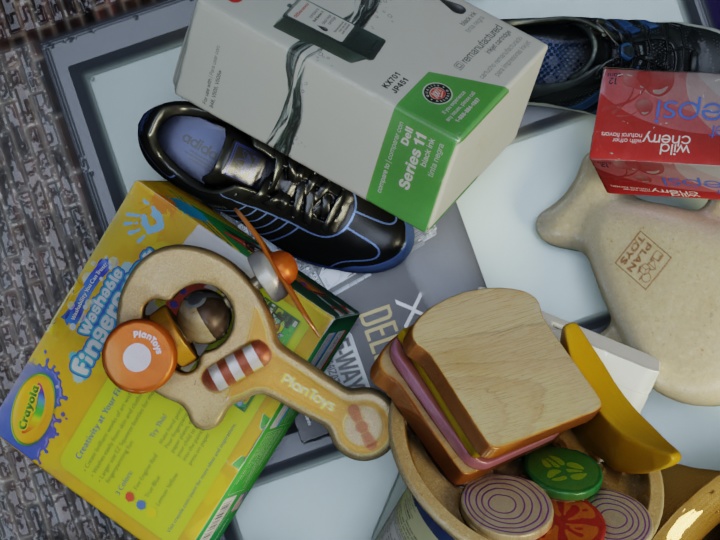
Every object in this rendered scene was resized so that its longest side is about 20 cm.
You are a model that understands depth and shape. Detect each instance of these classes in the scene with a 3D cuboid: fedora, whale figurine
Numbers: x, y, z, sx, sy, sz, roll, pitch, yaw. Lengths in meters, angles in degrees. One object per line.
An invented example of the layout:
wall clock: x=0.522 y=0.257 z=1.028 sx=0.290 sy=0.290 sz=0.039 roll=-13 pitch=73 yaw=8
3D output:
fedora: x=0.226 y=0.186 z=1.554 sx=0.201 sy=0.201 sz=0.082 roll=-51 pitch=50 yaw=-2
whale figurine: x=0.217 y=0.005 z=1.582 sx=0.200 sy=0.104 sz=0.159 roll=41 pitch=102 yaw=24

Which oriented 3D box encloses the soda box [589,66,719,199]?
soda box: x=0.255 y=-0.086 z=1.514 sx=0.199 sy=0.063 sz=0.070 roll=5 pitch=72 yaw=20

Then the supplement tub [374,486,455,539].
supplement tub: x=0.064 y=0.225 z=1.511 sx=0.145 sy=0.145 sz=0.200 roll=30 pitch=113 yaw=0

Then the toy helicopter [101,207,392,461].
toy helicopter: x=-0.059 y=0.050 z=1.461 sx=0.199 sy=0.079 sz=0.133 roll=31 pitch=90 yaw=0

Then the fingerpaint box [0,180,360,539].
fingerpaint box: x=-0.125 y=0.066 z=1.543 sx=0.167 sy=0.073 sz=0.200 roll=33 pitch=100 yaw=12

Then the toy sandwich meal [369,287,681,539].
toy sandwich meal: x=0.107 y=0.098 z=1.435 sx=0.204 sy=0.205 sz=0.070 roll=24 pitch=131 yaw=0

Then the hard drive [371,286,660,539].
hard drive: x=0.103 y=0.123 z=1.558 sx=0.131 sy=0.026 sz=0.201 roll=22 pitch=113 yaw=0

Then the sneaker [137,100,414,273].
sneaker: x=-0.057 y=-0.054 z=1.528 sx=0.199 sy=0.078 sz=0.070 roll=23 pitch=87 yaw=1

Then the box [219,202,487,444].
box: x=0.000 y=0.000 z=1.590 sx=0.157 sy=0.050 sz=0.201 roll=-19 pitch=88 yaw=-1

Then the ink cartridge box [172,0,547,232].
ink cartridge box: x=-0.001 y=-0.133 z=1.508 sx=0.199 sy=0.147 sz=0.083 roll=29 pitch=131 yaw=12

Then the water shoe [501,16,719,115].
water shoe: x=0.169 y=-0.139 z=1.584 sx=0.199 sy=0.079 sz=0.072 roll=-1 pitch=88 yaw=-1
